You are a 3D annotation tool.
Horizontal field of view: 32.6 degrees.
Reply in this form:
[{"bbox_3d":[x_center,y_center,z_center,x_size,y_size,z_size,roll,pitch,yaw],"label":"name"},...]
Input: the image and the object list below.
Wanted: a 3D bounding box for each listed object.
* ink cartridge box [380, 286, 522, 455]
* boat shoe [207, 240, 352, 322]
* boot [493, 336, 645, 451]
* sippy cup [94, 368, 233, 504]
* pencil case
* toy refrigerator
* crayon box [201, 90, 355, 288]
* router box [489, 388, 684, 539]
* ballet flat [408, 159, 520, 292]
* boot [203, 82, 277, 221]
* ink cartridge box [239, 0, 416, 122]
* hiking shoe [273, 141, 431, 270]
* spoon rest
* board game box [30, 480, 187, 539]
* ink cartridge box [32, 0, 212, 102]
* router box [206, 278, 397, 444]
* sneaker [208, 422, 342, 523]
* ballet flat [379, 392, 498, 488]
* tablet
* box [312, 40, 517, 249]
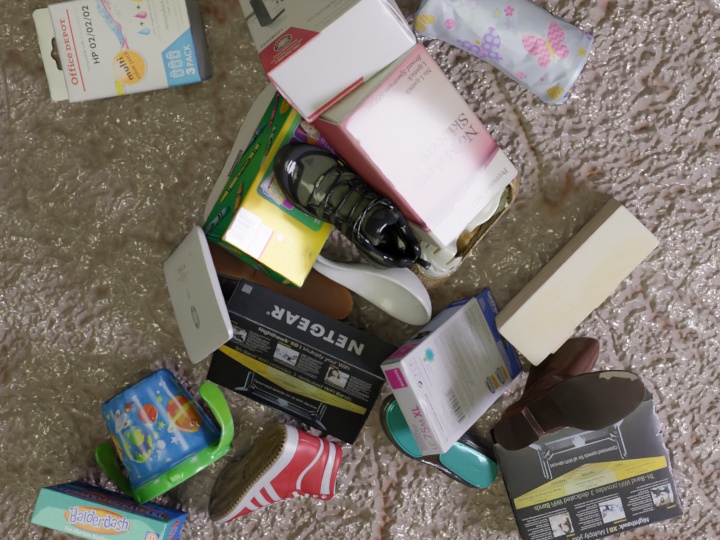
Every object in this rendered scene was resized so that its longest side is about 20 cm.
[{"bbox_3d":[0.111,0.113,1.429,0.042,0.200,0.120,-15,105,43],"label":"ink cartridge box"},{"bbox_3d":[-0.108,0.020,1.477,0.200,0.070,0.070,24,143,1],"label":"boat shoe"},{"bbox_3d":[0.251,0.117,1.386,0.186,0.200,0.064,-22,99,30],"label":"boot"},{"bbox_3d":[-0.246,0.195,1.504,0.178,0.140,0.131,-31,89,-8],"label":"sippy cup"},{"bbox_3d":[0.157,-0.264,1.365,0.200,0.083,0.091,27,99,-3],"label":"pencil case"},{"bbox_3d":[0.250,0.014,1.423,0.070,0.076,0.200,43,99,-4],"label":"toy refrigerator"},{"bbox_3d":[-0.077,-0.096,1.377,0.119,0.058,0.200,33,80,-34],"label":"crayon box"},{"bbox_3d":[0.274,0.244,1.494,0.200,0.052,0.158,-16,102,4],"label":"router box"},{"bbox_3d":[0.112,-0.048,1.434,0.070,0.065,0.200,34,106,-7],"label":"ballet flat"},{"bbox_3d":[-0.101,-0.127,1.442,0.090,0.073,0.200,24,99,-28],"label":"boot"},{"bbox_3d":[-0.042,-0.275,1.315,0.146,0.200,0.085,-35,129,12],"label":"ink cartridge box"},{"bbox_3d":[-0.004,-0.071,1.328,0.200,0.101,0.076,37,78,-26],"label":"hiking shoe"},{"bbox_3d":[0.000,0.000,1.444,0.200,0.099,0.061,39,69,5],"label":"spoon rest"},{"bbox_3d":[-0.299,0.299,1.493,0.152,0.200,0.045,16,83,0],"label":"board game box"},{"bbox_3d":[-0.283,-0.260,1.415,0.199,0.068,0.115,-8,103,8],"label":"ink cartridge box"},{"bbox_3d":[-0.072,0.110,1.449,0.200,0.052,0.157,24,141,1],"label":"router box"},{"bbox_3d":[-0.102,0.265,1.531,0.112,0.071,0.200,20,134,-30],"label":"sneaker"},{"bbox_3d":[0.084,0.198,1.476,0.073,0.073,0.200,-44,121,14],"label":"ballet flat"},{"bbox_3d":[-0.190,0.032,1.413,0.014,0.200,0.130,-15,83,-21],"label":"tablet"},{"bbox_3d":[0.054,-0.142,1.343,0.128,0.109,0.200,-46,119,-6],"label":"box"}]
